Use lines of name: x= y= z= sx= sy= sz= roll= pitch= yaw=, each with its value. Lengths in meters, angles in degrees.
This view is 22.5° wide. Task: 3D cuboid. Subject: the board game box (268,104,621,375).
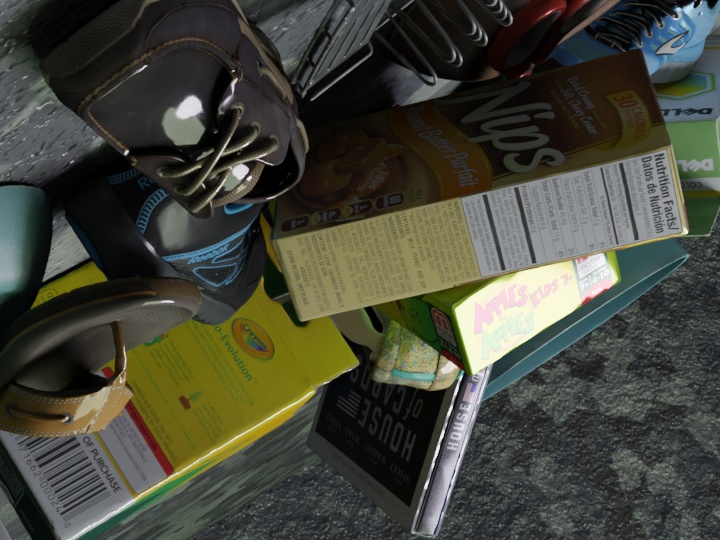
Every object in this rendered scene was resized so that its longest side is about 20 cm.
board game box: x=0.039 y=-0.023 z=0.997 sx=0.101 sy=0.048 sz=0.200 roll=-30 pitch=-146 yaw=-19

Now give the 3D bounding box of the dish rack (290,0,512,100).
dish rack: x=0.059 y=-0.137 z=0.758 sx=0.200 sy=0.055 sz=0.153 roll=-40 pitch=174 yaw=-23

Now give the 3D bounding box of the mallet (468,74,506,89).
mallet: x=0.132 y=-0.132 z=1.208 sx=0.066 sy=0.041 sz=0.200 roll=-40 pitch=174 yaw=41

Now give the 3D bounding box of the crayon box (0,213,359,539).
crayon box: x=-0.115 y=0.053 z=0.988 sx=0.199 sy=0.127 sz=0.051 roll=-29 pitch=171 yaw=-27

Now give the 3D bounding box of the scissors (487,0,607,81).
scissors: x=0.082 y=-0.109 z=0.981 sx=0.073 sy=0.014 sz=0.200 roll=-31 pitch=173 yaw=-22

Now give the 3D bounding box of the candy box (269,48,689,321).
candy box: x=0.058 y=-0.045 z=0.923 sx=0.199 sy=0.056 sz=0.116 roll=-14 pitch=-150 yaw=8

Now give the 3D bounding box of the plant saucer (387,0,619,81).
plant saucer: x=0.106 y=-0.156 z=0.959 sx=0.200 sy=0.037 sz=0.200 roll=-33 pitch=171 yaw=-6

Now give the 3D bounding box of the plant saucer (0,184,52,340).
plant saucer: x=-0.216 y=0.033 z=0.809 sx=0.199 sy=0.036 sz=0.200 roll=-32 pitch=171 yaw=-5

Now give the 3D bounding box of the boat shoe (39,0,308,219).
boat shoe: x=-0.059 y=-0.064 z=0.718 sx=0.074 sy=0.073 sz=0.200 roll=-36 pitch=172 yaw=12

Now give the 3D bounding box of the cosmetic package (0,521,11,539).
cosmetic package: x=-0.311 y=0.189 z=1.035 sx=0.199 sy=0.123 sz=0.199 roll=-29 pitch=170 yaw=-21

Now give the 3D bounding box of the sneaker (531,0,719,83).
sneaker: x=0.167 y=-0.157 z=1.127 sx=0.200 sy=0.078 sz=0.090 roll=-34 pitch=160 yaw=-49

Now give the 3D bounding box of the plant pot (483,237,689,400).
plant pot: x=0.108 y=-0.020 z=1.299 sx=0.200 sy=0.161 sz=0.201 roll=-32 pitch=171 yaw=-6

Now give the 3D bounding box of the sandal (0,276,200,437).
sandal: x=-0.148 y=0.059 z=0.843 sx=0.199 sy=0.055 sz=0.082 roll=-31 pitch=164 yaw=24

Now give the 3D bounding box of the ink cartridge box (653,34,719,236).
ink cartridge box: x=0.196 y=-0.093 z=1.203 sx=0.103 sy=0.060 sz=0.200 roll=0 pitch=-151 yaw=21

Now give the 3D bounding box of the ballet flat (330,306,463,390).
ballet flat: x=0.000 y=0.000 z=1.083 sx=0.070 sy=0.200 sz=0.071 roll=-13 pitch=130 yaw=-16

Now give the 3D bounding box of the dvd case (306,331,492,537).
dvd case: x=0.034 y=0.042 z=1.110 sx=0.025 sy=0.201 sz=0.150 roll=13 pitch=-171 yaw=-30

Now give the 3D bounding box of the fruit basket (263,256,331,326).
fruit basket: x=-0.109 y=0.064 z=1.199 sx=0.199 sy=0.094 sz=0.185 roll=-30 pitch=171 yaw=-4

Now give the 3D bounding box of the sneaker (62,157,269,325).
sneaker: x=-0.072 y=-0.023 z=0.901 sx=0.082 sy=0.073 sz=0.200 roll=-35 pitch=172 yaw=8
